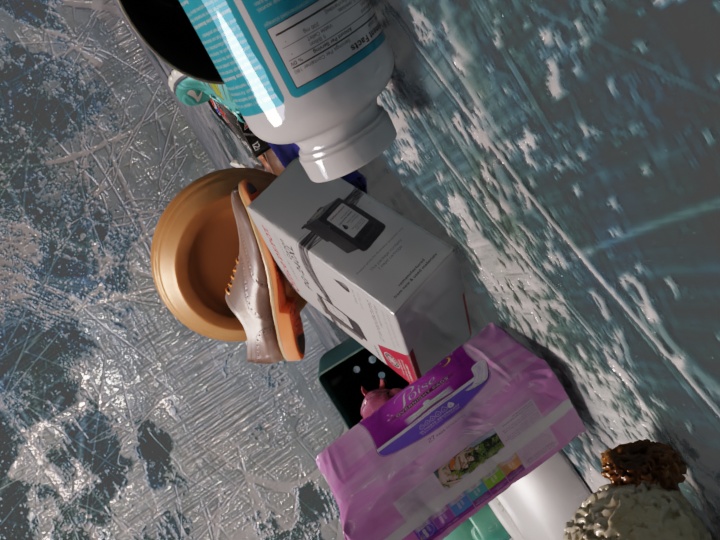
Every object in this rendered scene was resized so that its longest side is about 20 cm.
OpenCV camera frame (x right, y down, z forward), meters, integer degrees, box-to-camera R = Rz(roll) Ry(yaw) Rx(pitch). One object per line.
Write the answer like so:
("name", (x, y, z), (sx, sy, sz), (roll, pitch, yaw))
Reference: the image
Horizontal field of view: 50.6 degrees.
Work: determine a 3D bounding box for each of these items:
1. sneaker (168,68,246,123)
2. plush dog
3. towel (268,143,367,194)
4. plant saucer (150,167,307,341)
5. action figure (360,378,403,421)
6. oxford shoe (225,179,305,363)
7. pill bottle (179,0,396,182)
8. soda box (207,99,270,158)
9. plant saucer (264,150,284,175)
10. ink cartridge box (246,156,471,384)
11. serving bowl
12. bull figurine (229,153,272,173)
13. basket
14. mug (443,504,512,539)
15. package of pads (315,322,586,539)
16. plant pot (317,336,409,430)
("sneaker", (-0.131, -0.187, 0.771), (0.199, 0.077, 0.081), (2, 116, 52))
("plush dog", (0.169, 0.198, 0.435), (0.159, 0.201, 0.172), (-7, 131, 43))
("towel", (-0.057, -0.140, 0.840), (0.201, 0.049, 0.148), (55, 166, 17))
("plant saucer", (-0.133, -0.013, 0.859), (0.202, 0.199, 0.037), (61, 170, -23))
("action figure", (0.037, 0.193, 0.853), (0.148, 0.134, 0.200), (27, -164, -40))
("oxford shoe", (-0.116, 0.006, 0.814), (0.071, 0.072, 0.203), (-60, -42, -78))
("pill bottle", (-0.048, -0.161, 0.492), (0.202, 0.110, 0.111), (62, 170, -22))
("soda box", (-0.164, -0.232, 1.044), (0.200, 0.063, 0.071), (47, 165, 50))
("plant saucer", (-0.074, -0.101, 1.091), (0.201, 0.034, 0.200), (57, 172, 12))
("ink cartridge box", (0.000, 0.000, 0.724), (0.199, 0.083, 0.146), (35, 160, 33))
("serving bowl", (0.167, 0.225, 0.765), (0.201, 0.065, 0.200), (55, 171, 13))
("bull figurine", (-0.157, -0.143, 1.279), (0.121, 0.065, 0.200), (46, 169, -1))
("basket", (-0.153, -0.271, 0.653), (0.200, 0.135, 0.182), (51, 166, 56))
("mug", (0.124, 0.268, 0.923), (0.184, 0.151, 0.115), (-33, 87, 47))
("package of pads", (0.064, 0.137, 0.603), (0.076, 0.199, 0.120), (55, 176, -20))
("plant pot", (0.029, 0.141, 1.038), (0.142, 0.140, 0.200), (59, 178, -9))
